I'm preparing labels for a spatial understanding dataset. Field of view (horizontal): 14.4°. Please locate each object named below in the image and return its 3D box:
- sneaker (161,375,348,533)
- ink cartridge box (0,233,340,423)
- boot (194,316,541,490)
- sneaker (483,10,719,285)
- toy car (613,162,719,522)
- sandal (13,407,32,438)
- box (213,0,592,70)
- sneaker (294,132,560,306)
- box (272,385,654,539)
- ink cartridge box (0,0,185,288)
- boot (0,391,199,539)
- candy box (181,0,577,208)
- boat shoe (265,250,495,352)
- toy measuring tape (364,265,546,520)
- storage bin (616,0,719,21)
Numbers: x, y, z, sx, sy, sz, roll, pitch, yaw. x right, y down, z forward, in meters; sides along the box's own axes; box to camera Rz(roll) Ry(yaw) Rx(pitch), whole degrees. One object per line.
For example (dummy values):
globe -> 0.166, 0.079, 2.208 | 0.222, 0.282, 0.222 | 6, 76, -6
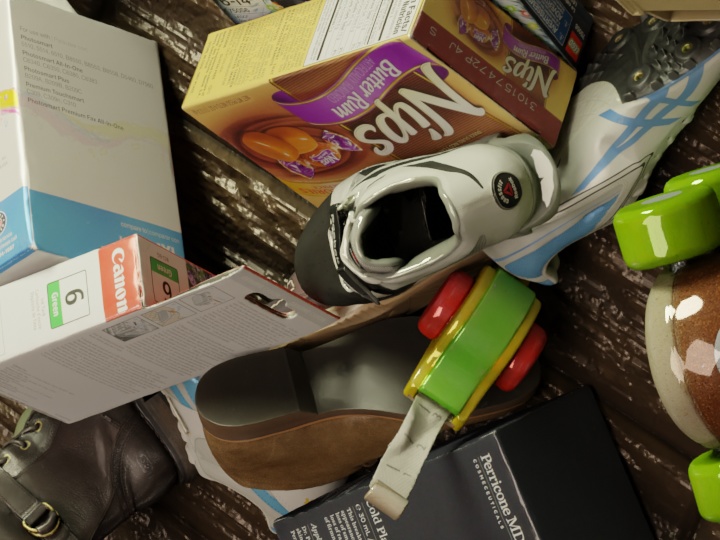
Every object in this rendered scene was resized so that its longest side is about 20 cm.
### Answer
sneaker -> -0.090, 0.078, 1.755 | 0.200, 0.076, 0.081 | 44, 126, 22
ink cartridge box -> -0.124, 0.025, 1.647 | 0.199, 0.109, 0.051 | -21, 63, 25
boot -> 0.007, 0.080, 1.657 | 0.198, 0.074, 0.076 | -8, 135, 2
sneaker -> 0.141, -0.071, 1.552 | 0.072, 0.072, 0.200 | 32, 121, -24
toy car -> 0.254, 0.017, 1.440 | 0.199, 0.158, 0.165 | -15, 96, 27
sandal -> -0.221, 0.180, 1.883 | 0.057, 0.080, 0.202 | 13, 101, 29
box -> 0.011, -0.158, 1.581 | 0.199, 0.040, 0.137 | -2, 146, 38
sneaker -> 0.012, -0.022, 1.554 | 0.200, 0.088, 0.075 | -26, 87, 49
box -> 0.078, 0.196, 1.641 | 0.182, 0.104, 0.201 | -24, 88, 40
ink cartridge box -> -0.198, -0.065, 1.733 | 0.128, 0.125, 0.201 | -29, 58, 38
boot -> -0.211, 0.111, 1.788 | 0.200, 0.174, 0.069 | 46, 158, 16
candy box -> 0.009, -0.100, 1.585 | 0.199, 0.116, 0.057 | -11, 52, 48
boat shoe -> 0.000, 0.000, 1.671 | 0.199, 0.072, 0.065 | -28, 75, 40
toy measuring tape -> 0.056, 0.054, 1.563 | 0.073, 0.200, 0.074 | 12, 127, 16
storage bin -> 0.193, -0.200, 1.390 | 0.199, 0.198, 0.094 | 2, 69, 36
